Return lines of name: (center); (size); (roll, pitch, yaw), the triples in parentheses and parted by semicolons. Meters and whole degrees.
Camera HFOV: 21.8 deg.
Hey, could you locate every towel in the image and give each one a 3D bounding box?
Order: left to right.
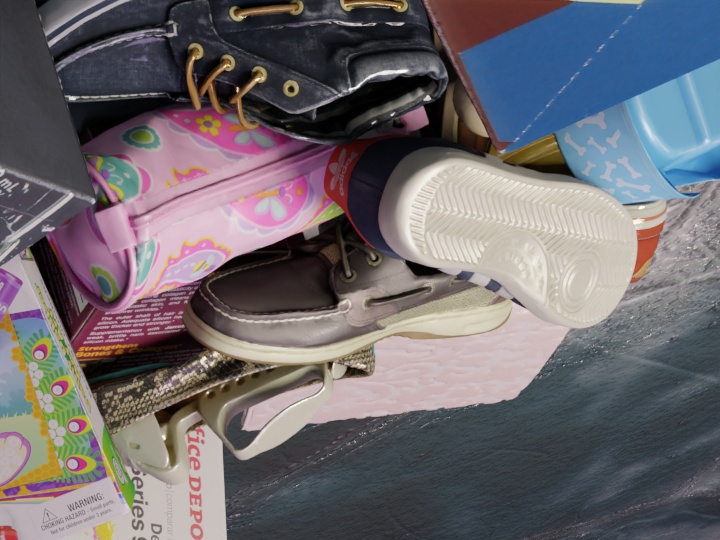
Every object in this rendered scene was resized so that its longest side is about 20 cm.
towel: (0.027, 0.049, 1.169); (0.199, 0.032, 0.191); (-6, 159, -12)

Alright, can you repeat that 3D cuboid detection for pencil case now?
pencil case: (-0.062, -0.049, 0.932); (0.199, 0.088, 0.087); (-23, 162, -36)

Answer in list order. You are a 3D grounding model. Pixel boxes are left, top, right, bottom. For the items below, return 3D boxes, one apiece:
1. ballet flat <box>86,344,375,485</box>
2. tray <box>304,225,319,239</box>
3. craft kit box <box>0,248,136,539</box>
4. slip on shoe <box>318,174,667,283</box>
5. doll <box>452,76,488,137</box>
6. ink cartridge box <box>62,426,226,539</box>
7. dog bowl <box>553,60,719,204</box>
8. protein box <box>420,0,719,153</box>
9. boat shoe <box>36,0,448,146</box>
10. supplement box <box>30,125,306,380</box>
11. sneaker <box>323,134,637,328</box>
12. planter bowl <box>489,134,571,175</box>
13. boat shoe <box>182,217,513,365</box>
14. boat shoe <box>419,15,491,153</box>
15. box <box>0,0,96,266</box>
ballet flat: (-0.084, 0.073, 1.026); (0.199, 0.076, 0.068); (-23, 158, 3)
tray: (-0.063, -0.008, 1.145); (0.107, 0.022, 0.200); (-12, 156, -36)
craft kit box: (-0.245, 0.069, 0.975); (0.199, 0.198, 0.049); (-22, -170, 2)
slip on shoe: (0.075, -0.018, 1.071); (0.199, 0.074, 0.062); (-1, 116, 1)
doll: (0.100, -0.141, 0.863); (0.136, 0.049, 0.200); (26, 122, -6)
ink cartridge box: (-0.186, 0.128, 1.127); (0.199, 0.146, 0.088); (16, 141, -27)
dog bowl: (0.158, -0.092, 1.016); (0.049, 0.112, 0.200); (-19, 180, 30)
protein box: (0.092, -0.188, 0.668); (0.198, 0.201, 0.135); (-23, 157, 7)
boat shoe: (-0.060, -0.098, 0.874); (0.199, 0.091, 0.071); (-17, 156, -8)
supplement box: (-0.128, 0.006, 1.050); (0.110, 0.086, 0.200); (-4, 152, -34)
sneaker: (0.062, -0.027, 0.944); (0.200, 0.084, 0.075); (23, 91, -47)
planter bowl: (0.125, -0.041, 1.160); (0.199, 0.084, 0.201); (-18, 156, -8)
boat shoe: (0.001, 0.000, 0.974); (0.200, 0.072, 0.066); (-6, 125, -33)
boat shoe: (0.064, -0.105, 0.985); (0.068, 0.072, 0.200); (-17, 156, -6)
box: (-0.256, -0.051, 0.782); (0.196, 0.124, 0.200); (-33, 154, 22)
